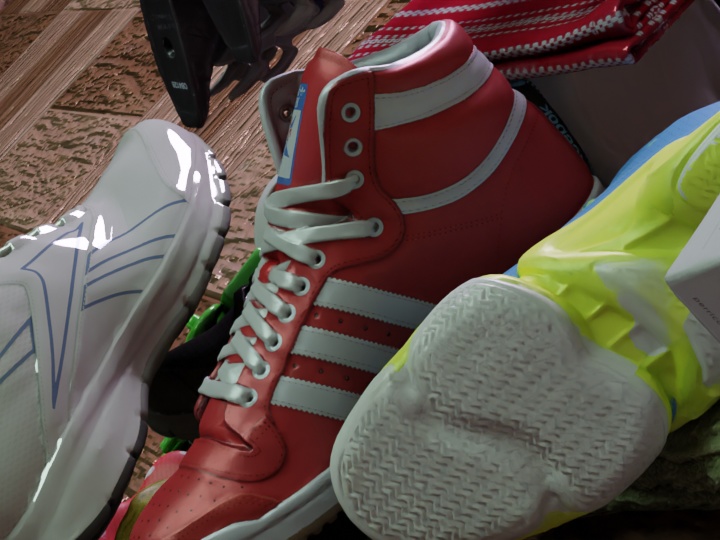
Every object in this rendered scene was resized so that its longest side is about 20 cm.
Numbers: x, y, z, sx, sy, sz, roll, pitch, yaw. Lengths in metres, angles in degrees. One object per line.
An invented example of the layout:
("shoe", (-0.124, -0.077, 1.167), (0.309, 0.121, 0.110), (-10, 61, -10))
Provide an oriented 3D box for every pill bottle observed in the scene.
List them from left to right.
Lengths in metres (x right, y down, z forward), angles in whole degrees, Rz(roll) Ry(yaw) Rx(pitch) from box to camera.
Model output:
("pill bottle", (0.049, -0.040, 1.124), (0.200, 0.112, 0.112), (-28, 23, 46))

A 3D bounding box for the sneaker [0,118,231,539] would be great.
("sneaker", (-0.104, 0.014, 1.010), (0.075, 0.087, 0.200), (-53, 13, 46))

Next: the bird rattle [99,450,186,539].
("bird rattle", (-0.020, 0.100, 1.052), (0.163, 0.113, 0.200), (-34, 3, 0))

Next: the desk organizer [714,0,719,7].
("desk organizer", (0.164, -0.122, 1.114), (0.077, 0.072, 0.200), (-52, 16, -14))

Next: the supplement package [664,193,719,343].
("supplement package", (0.192, -0.021, 0.694), (0.200, 0.117, 0.117), (-23, 27, 54))

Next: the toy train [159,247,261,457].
("toy train", (-0.049, 0.045, 1.178), (0.056, 0.042, 0.200), (-54, -6, -20))

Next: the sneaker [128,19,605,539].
("sneaker", (-0.019, 0.007, 0.906), (0.200, 0.113, 0.071), (-42, 17, -15))

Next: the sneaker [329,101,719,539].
("sneaker", (0.080, 0.012, 0.877), (0.200, 0.076, 0.105), (-35, 3, 8))

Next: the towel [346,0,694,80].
("towel", (0.092, -0.128, 1.029), (0.144, 0.023, 0.200), (-5, 34, 47))

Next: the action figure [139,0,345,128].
("action figure", (0.022, -0.118, 0.984), (0.200, 0.070, 0.130), (-26, 7, -28))

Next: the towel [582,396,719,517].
("towel", (0.124, 0.020, 0.922), (0.149, 0.036, 0.200), (-51, 15, -22))

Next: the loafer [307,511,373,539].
("loafer", (0.011, 0.115, 0.903), (0.073, 0.071, 0.200), (-26, 29, 35))

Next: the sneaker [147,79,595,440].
("sneaker", (0.000, 0.000, 1.027), (0.199, 0.082, 0.073), (-25, 1, 26))
